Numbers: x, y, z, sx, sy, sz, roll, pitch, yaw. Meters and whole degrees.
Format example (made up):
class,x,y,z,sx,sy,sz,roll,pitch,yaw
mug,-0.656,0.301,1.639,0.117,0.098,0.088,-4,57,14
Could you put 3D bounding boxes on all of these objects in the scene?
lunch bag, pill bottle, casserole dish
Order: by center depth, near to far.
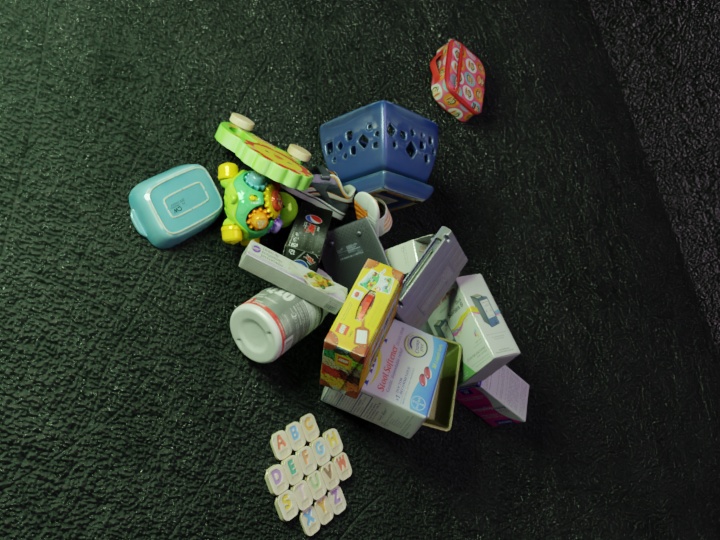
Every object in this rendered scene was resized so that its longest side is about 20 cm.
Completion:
class,x,y,z,sx,sy,sz,roll,pitch,yaw
casserole dish,-0.314,-0.119,1.399,0.200,0.039,0.122,-37,104,-48
pill bottle,-0.135,0.075,1.467,0.200,0.113,0.115,-37,103,-49
lunch bag,0.257,-0.523,2.173,0.175,0.082,0.202,32,52,-32

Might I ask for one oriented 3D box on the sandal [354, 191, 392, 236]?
class,x,y,z,sx,sy,sz,roll,pitch,yaw
sandal,0.032,-0.104,1.686,0.059,0.207,0.079,-32,63,-16

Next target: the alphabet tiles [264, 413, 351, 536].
class,x,y,z,sx,sy,sz,roll,pitch,yaw
alphabet tiles,-0.092,0.375,1.478,0.199,0.015,0.197,-22,92,-50

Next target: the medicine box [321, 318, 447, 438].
class,x,y,z,sx,sy,sz,roll,pitch,yaw
medicine box,0.048,0.197,1.573,0.198,0.103,0.183,24,52,-3

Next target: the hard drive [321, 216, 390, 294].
class,x,y,z,sx,sy,sz,roll,pitch,yaw
hard drive,0.000,0.000,1.641,0.202,0.134,0.042,68,20,-7

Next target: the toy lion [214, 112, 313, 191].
class,x,y,z,sx,sy,sz,roll,pitch,yaw
toy lion,-0.175,-0.208,1.447,0.199,0.069,0.192,29,14,-1

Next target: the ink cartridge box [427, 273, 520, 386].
class,x,y,z,sx,sy,sz,roll,pitch,yaw
ink cartridge box,0.238,0.129,1.752,0.087,0.145,0.202,-5,62,-36

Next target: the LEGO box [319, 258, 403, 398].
class,x,y,z,sx,sy,sz,roll,pitch,yaw
LEGO box,0.003,0.107,1.458,0.076,0.150,0.201,21,52,10

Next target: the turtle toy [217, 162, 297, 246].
class,x,y,z,sx,sy,sz,roll,pitch,yaw
turtle toy,-0.186,-0.120,1.477,0.200,0.100,0.148,10,75,-72

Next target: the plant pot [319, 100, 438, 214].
class,x,y,z,sx,sy,sz,roll,pitch,yaw
plant pot,0.042,-0.232,1.729,0.199,0.199,0.182,11,73,-46

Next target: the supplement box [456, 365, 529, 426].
class,x,y,z,sx,sy,sz,roll,pitch,yaw
supplement box,0.303,0.278,1.895,0.200,0.101,0.104,37,51,-33

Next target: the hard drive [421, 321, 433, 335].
class,x,y,z,sx,sy,sz,roll,pitch,yaw
hard drive,0.149,0.191,1.807,0.140,0.033,0.201,50,45,-23

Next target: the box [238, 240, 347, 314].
class,x,y,z,sx,sy,sz,roll,pitch,yaw
box,-0.117,0.013,1.418,0.199,0.042,0.039,27,41,-14

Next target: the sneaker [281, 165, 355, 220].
class,x,y,z,sx,sy,sz,roll,pitch,yaw
sneaker,-0.097,-0.179,1.614,0.199,0.080,0.078,26,14,-37

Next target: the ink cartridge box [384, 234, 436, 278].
class,x,y,z,sx,sy,sz,roll,pitch,yaw
ink cartridge box,0.103,-0.012,1.694,0.117,0.199,0.068,8,67,-52

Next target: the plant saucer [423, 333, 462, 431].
class,x,y,z,sx,sy,sz,roll,pitch,yaw
plant saucer,0.102,0.225,1.674,0.198,0.048,0.201,16,61,-6

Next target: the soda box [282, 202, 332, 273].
class,x,y,z,sx,sy,sz,roll,pitch,yaw
soda box,-0.101,-0.056,1.522,0.070,0.064,0.201,17,29,-3

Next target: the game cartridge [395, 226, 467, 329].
class,x,y,z,sx,sy,sz,roll,pitch,yaw
game cartridge,0.137,0.023,1.623,0.201,0.038,0.130,-53,147,-11
